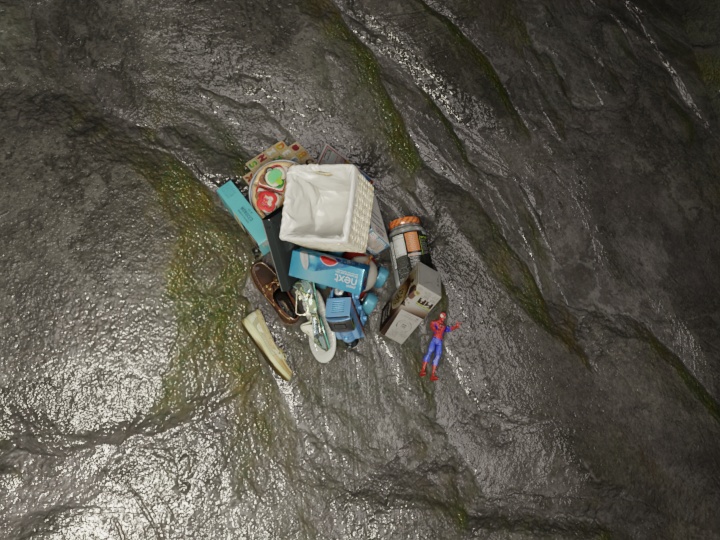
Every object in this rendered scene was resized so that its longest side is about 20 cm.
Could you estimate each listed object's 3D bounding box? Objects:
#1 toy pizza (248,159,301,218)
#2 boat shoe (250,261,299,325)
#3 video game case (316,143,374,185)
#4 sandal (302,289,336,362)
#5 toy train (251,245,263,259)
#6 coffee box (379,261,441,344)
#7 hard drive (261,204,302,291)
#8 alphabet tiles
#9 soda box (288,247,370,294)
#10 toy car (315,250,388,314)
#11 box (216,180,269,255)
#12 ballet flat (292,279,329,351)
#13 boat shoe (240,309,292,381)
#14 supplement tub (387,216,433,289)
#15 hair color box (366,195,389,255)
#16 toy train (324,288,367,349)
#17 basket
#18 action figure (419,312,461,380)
[{"bbox_3d":[-0.210,-0.211,1.512,0.196,0.032,0.205,2,82,-13],"label":"toy pizza"},{"bbox_3d":[-0.227,0.056,1.476,0.070,0.070,0.201,-37,87,-20],"label":"boat shoe"},{"bbox_3d":[-0.055,-0.267,1.643,0.199,0.017,0.145,34,64,-25],"label":"video game case"},{"bbox_3d":[-0.105,0.149,1.502,0.050,0.081,0.207,0,77,-65],"label":"sandal"},{"bbox_3d":[-0.269,-0.125,1.537,0.045,0.034,0.204,16,69,-27],"label":"toy train"},{"bbox_3d":[0.138,0.092,1.520,0.079,0.201,0.114,28,31,-12],"label":"coffee box"},{"bbox_3d":[-0.191,-0.065,1.455,0.140,0.032,0.203,-48,130,-56],"label":"hard drive"},{"bbox_3d":[-0.232,-0.290,1.571,0.199,0.006,0.167,-36,68,-16],"label":"alphabet tiles"},{"bbox_3d":[-0.080,-0.001,1.400,0.196,0.064,0.069,15,103,12],"label":"soda box"},{"bbox_3d":[0.000,0.000,1.508,0.182,0.200,0.179,30,65,-10],"label":"toy car"},{"bbox_3d":[-0.307,-0.141,1.474,0.049,0.082,0.201,-36,76,-12],"label":"box"},{"bbox_3d":[-0.134,0.121,1.438,0.073,0.074,0.204,-14,89,-24],"label":"ballet flat"},{"bbox_3d":[-0.234,0.197,1.430,0.063,0.073,0.202,-35,81,-22],"label":"boat shoe"},{"bbox_3d":[0.148,-0.049,1.624,0.120,0.122,0.204,-4,75,-22],"label":"supplement tub"},{"bbox_3d":[0.016,-0.154,1.556,0.100,0.060,0.202,37,30,-45],"label":"hair color box"},{"bbox_3d":[-0.038,0.129,1.463,0.085,0.201,0.116,-2,52,13],"label":"toy train"},{"bbox_3d":[-0.082,-0.158,1.422,0.195,0.160,0.204,4,82,23],"label":"basket"},{"bbox_3d":[0.234,0.211,1.594,0.064,0.099,0.203,22,65,-14],"label":"action figure"}]
